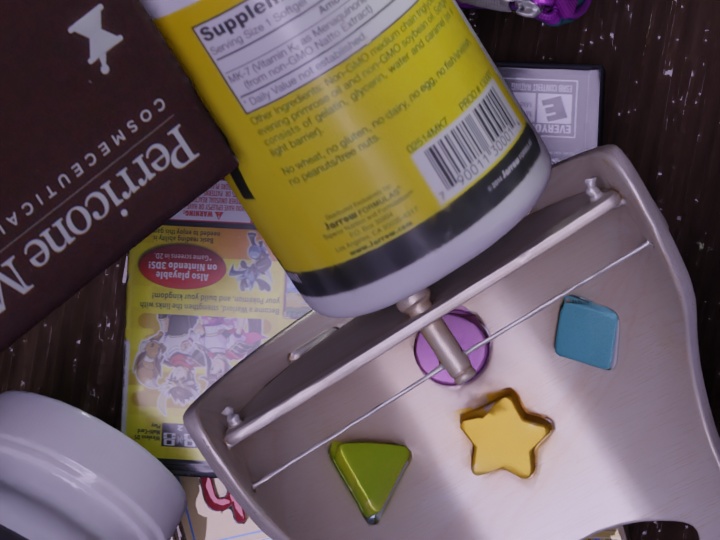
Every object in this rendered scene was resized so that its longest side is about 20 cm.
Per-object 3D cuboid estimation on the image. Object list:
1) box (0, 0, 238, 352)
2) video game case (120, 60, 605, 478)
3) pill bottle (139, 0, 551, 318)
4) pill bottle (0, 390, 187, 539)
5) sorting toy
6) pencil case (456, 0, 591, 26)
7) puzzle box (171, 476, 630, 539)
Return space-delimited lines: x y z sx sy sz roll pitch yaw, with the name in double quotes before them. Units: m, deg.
"box" -0.186 -0.078 1.101 0.166 0.164 0.200 -40 112 -19
"video game case" 0.000 0.000 1.258 0.199 0.026 0.181 3 90 7
"pill bottle" -0.023 -0.092 1.130 0.114 0.114 0.200 -30 106 10
"pill bottle" -0.158 0.157 1.214 0.116 0.116 0.200 29 67 0
"sorting toy" 0.061 0.074 1.194 0.200 0.107 0.180 -32 95 3
"pencil case" -0.007 -0.135 1.219 0.199 0.085 0.093 -5 55 8
"puzzle box" 0.013 0.106 1.292 0.200 0.025 0.133 -14 99 8
